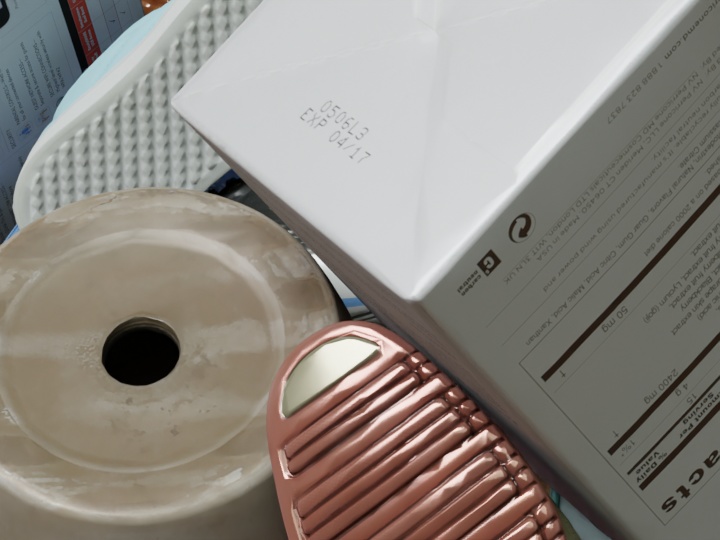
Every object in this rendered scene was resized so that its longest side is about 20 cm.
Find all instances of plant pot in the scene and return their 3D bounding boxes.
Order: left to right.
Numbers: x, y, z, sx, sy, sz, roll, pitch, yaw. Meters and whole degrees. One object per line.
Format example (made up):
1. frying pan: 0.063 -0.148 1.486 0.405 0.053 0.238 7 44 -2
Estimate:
1. plant pot: -0.061 0.070 0.770 0.199 0.174 0.201 -2 54 2

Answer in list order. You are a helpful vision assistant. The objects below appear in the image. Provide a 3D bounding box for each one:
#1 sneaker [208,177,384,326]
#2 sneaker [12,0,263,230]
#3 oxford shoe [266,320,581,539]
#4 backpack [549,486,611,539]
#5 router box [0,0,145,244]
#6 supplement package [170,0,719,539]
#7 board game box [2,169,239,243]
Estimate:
1. sneaker: 0.000 0.000 0.867 0.199 0.073 0.072 -9 31 27
2. sneaker: -0.045 -0.083 0.888 0.199 0.074 0.082 -31 25 18
3. oxford shoe: 0.042 0.103 0.673 0.071 0.074 0.201 -32 83 10
4. backpack: 0.159 0.083 0.822 0.199 0.153 0.177 3 62 18
5. router box: -0.164 -0.068 0.924 0.179 0.200 0.049 -41 62 -19
6. supplement package: 0.066 -0.012 0.697 0.120 0.200 0.121 -47 47 -4
7. board game box: -0.050 0.030 0.925 0.200 0.037 0.152 31 80 23
